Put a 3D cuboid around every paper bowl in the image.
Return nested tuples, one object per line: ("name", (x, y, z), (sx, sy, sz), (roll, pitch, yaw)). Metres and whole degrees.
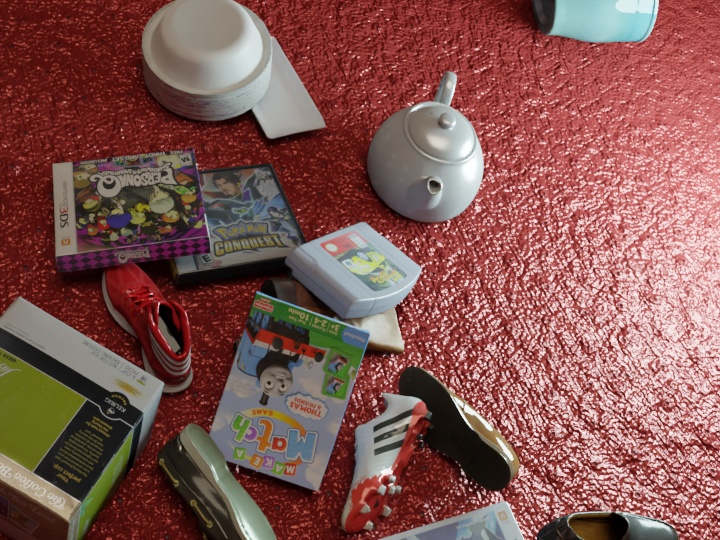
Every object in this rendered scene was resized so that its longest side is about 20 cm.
("paper bowl", (-0.232, -0.335, 1.587), (0.197, 0.105, 0.204), (4, 59, -6))

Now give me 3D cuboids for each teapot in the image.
("teapot", (0.110, -0.186, 1.595), (0.195, 0.147, 0.201), (-22, 64, -32))

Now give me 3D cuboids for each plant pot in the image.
("plant pot", (0.420, -0.510, 1.930), (0.184, 0.201, 0.203), (-10, 57, -8))

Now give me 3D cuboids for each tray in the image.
("tray", (-0.143, -0.285, 1.654), (0.106, 0.022, 0.202), (-15, 62, -30))

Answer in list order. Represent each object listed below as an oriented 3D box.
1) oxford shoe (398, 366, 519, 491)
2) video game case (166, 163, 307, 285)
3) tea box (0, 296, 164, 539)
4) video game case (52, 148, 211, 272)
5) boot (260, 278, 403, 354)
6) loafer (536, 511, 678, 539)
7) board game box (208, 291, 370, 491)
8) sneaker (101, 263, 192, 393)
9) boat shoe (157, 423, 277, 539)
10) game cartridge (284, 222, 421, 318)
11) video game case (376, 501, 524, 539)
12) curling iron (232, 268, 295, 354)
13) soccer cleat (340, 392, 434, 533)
("oxford shoe", (0.129, 0.203, 1.381), (0.200, 0.072, 0.071), (46, 25, 16))
("video game case", (-0.188, -0.070, 1.466), (0.197, 0.026, 0.182), (-9, 54, -25))
("tea box", (-0.355, 0.178, 1.164), (0.198, 0.134, 0.198), (30, 50, 3))
("video game case", (-0.307, -0.084, 1.395), (0.196, 0.036, 0.183), (-7, 47, -11))
("boot", (-0.030, 0.102, 1.397), (0.197, 0.069, 0.191), (7, 51, -35))
("loafer", (0.326, 0.341, 1.336), (0.196, 0.073, 0.074), (1, 54, -20))
("board game box", (-0.089, 0.147, 1.276), (0.149, 0.037, 0.203), (19, 90, -6))
("sneaker", (-0.258, 0.043, 1.310), (0.078, 0.116, 0.201), (-23, 66, -32))
("boat shoe", (-0.162, 0.277, 1.213), (0.203, 0.060, 0.072), (55, 11, 12))
("game cartridge", (0.000, 0.000, 1.442), (0.133, 0.041, 0.199), (42, 31, 15))
("video game case", (0.131, 0.387, 1.262), (0.197, 0.023, 0.184), (-10, 59, -26))
("curling iron", (-0.117, 0.051, 1.414), (0.049, 0.026, 0.202), (28, 50, -3))
("soccer cleat", (0.018, 0.236, 1.309), (0.084, 0.069, 0.201), (18, 55, 26))
